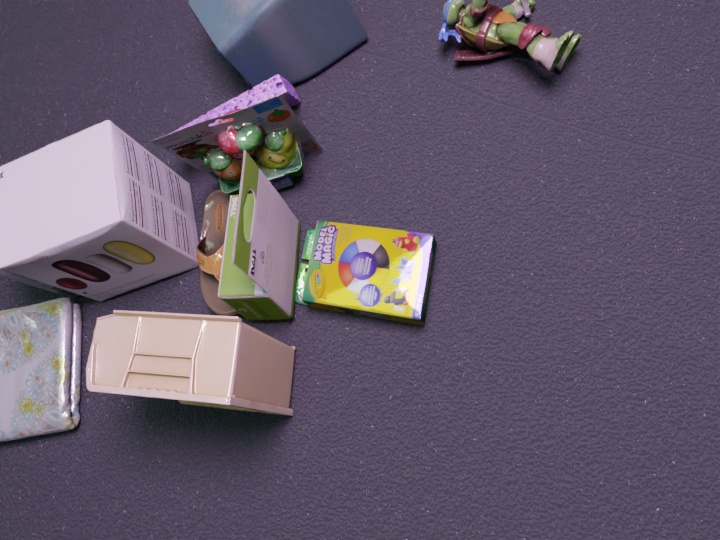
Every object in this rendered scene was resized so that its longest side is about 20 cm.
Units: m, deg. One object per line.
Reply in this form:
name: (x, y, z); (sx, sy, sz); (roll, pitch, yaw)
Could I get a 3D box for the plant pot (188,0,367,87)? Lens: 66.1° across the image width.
plant pot: (-0.139, -0.400, 0.834); (0.198, 0.195, 0.199); (-38, 70, 7)

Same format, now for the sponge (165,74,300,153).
sponge: (-0.191, -0.231, 0.840); (0.196, 0.112, 0.030); (-26, 97, 7)

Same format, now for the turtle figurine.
turtle figurine: (0.217, -0.371, 0.756); (0.192, 0.144, 0.202); (37, 90, 16)

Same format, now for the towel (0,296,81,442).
towel: (-0.514, 0.152, 0.855); (0.166, 0.048, 0.206); (-12, 73, 12)

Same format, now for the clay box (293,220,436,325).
clay box: (0.000, 0.000, 0.762); (0.194, 0.048, 0.119); (7, 78, 15)

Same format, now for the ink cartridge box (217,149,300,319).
ink cartridge box: (-0.147, -0.038, 0.722); (0.073, 0.201, 0.152); (-3, 68, 13)

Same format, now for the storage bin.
storage bin: (-0.202, 0.122, 0.701); (0.192, 0.200, 0.097); (1, 74, 14)

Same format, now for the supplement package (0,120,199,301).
supplement package: (-0.367, -0.072, 0.795); (0.186, 0.200, 0.151); (-19, 71, 9)

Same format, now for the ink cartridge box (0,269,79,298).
ink cartridge box: (-0.504, -0.070, 0.851); (0.046, 0.160, 0.204); (-27, 70, 6)

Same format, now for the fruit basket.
fruit basket: (-0.159, -0.168, 0.769); (0.180, 0.200, 0.097); (-15, 87, 9)

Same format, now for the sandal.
sandal: (-0.211, -0.031, 0.821); (0.078, 0.054, 0.206); (-10, 73, 11)
